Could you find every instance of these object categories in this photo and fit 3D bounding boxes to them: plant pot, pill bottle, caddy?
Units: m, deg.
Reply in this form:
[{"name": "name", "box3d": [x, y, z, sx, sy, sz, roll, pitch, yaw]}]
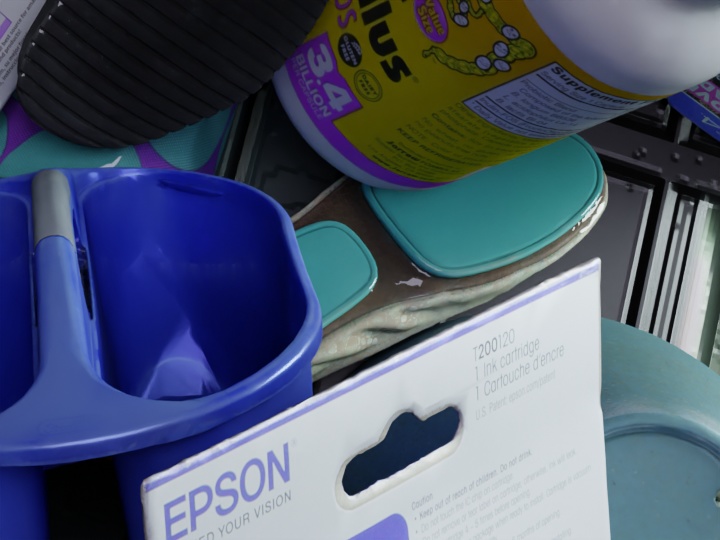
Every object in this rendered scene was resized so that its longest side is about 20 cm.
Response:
[{"name": "plant pot", "box3d": [0.076, 0.103, 0.761, 0.200, 0.135, 0.200, 3, 78, -14]}, {"name": "pill bottle", "box3d": [0.061, -0.096, 0.710, 0.104, 0.200, 0.104, 10, 72, -33]}, {"name": "caddy", "box3d": [-0.084, 0.025, 0.636, 0.141, 0.200, 0.105, -6, 112, -7]}]

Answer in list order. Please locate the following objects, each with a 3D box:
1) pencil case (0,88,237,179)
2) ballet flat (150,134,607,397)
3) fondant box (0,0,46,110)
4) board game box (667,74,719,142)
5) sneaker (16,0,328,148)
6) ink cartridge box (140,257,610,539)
[{"name": "pencil case", "box3d": [-0.079, -0.095, 0.786, 0.092, 0.085, 0.200, 14, 73, 17]}, {"name": "ballet flat", "box3d": [0.000, 0.000, 0.802, 0.200, 0.062, 0.067, -23, 72, -27]}, {"name": "fondant box", "box3d": [-0.151, -0.156, 0.679, 0.144, 0.058, 0.200, -57, 141, -9]}, {"name": "board game box", "box3d": [0.157, -0.134, 0.796, 0.159, 0.200, 0.097, 36, 71, -6]}, {"name": "sneaker", "box3d": [-0.040, -0.127, 0.718, 0.200, 0.089, 0.074, -46, 125, 9]}, {"name": "ink cartridge box", "box3d": [0.005, 0.114, 0.593, 0.198, 0.043, 0.200, -22, 114, -49]}]
